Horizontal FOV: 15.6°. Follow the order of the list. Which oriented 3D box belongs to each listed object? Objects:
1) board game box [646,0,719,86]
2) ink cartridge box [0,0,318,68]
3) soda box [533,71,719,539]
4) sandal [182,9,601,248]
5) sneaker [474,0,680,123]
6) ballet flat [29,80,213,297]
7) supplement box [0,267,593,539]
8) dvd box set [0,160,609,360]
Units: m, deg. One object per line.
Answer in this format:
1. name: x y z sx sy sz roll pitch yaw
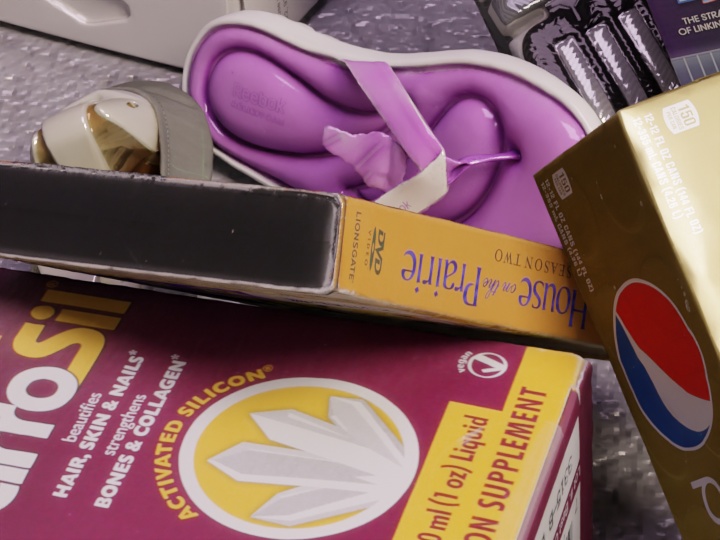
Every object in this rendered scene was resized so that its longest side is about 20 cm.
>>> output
1. board game box: 0.146 -0.107 0.923 0.057 0.166 0.200 -16 33 20
2. ink cartridge box: -0.065 -0.178 1.100 0.145 0.084 0.200 15 41 22
3. soda box: 0.122 0.047 0.718 0.064 0.068 0.201 -20 84 -20
4. sandal: 0.001 -0.040 0.921 0.202 0.083 0.050 16 22 42
5. sneaker: 0.058 -0.107 0.968 0.075 0.116 0.201 -19 68 -6
6. ballet flat: -0.088 -0.023 0.911 0.067 0.064 0.200 -24 37 13
7. supplement box: -0.044 0.084 0.746 0.199 0.104 0.131 8 40 15
8. dvd box set: 0.000 0.000 0.789 0.146 0.030 0.200 7 -3 40
